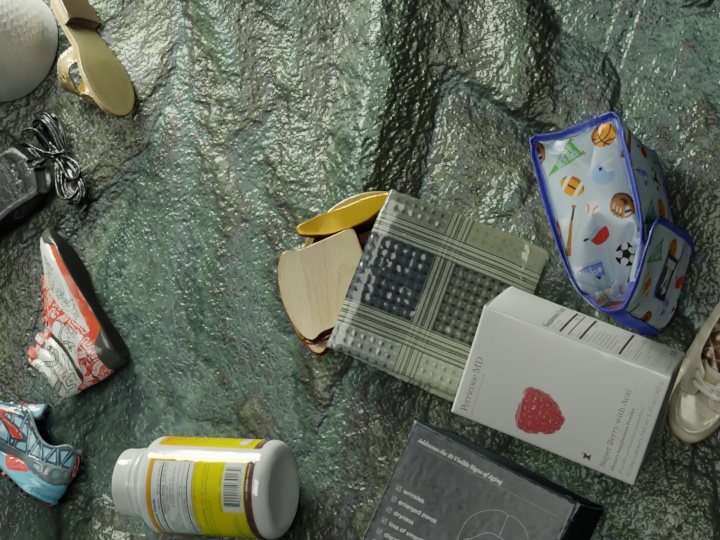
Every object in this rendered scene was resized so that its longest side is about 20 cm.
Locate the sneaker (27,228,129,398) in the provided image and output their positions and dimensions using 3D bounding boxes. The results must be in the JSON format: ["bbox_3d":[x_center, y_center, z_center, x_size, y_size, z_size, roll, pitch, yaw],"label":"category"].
[{"bbox_3d":[-0.370,0.055,1.861,0.107,0.067,0.202,-34,72,9],"label":"sneaker"}]

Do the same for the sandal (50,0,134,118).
[{"bbox_3d":[-0.349,-0.255,1.923,0.070,0.077,0.213,-41,61,31],"label":"sandal"}]

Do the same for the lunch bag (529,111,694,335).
[{"bbox_3d":[0.266,-0.040,1.574,0.123,0.170,0.202,-17,73,23],"label":"lunch bag"}]

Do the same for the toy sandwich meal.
[{"bbox_3d":[0.000,0.000,1.723,0.203,0.070,0.208,-4,78,21],"label":"toy sandwich meal"}]

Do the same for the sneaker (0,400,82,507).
[{"bbox_3d":[-0.415,0.194,1.857,0.199,0.079,0.096,38,85,15],"label":"sneaker"}]

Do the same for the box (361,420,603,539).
[{"bbox_3d":[0.116,0.290,1.592,0.199,0.124,0.198,25,91,24],"label":"box"}]

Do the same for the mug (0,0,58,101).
[{"bbox_3d":[-0.484,-0.333,1.923,0.146,0.175,0.203,2,80,21],"label":"mug"}]

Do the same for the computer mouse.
[{"bbox_3d":[-0.440,-0.096,1.932,0.199,0.053,0.139,-29,72,3],"label":"computer mouse"}]

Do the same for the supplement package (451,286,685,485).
[{"bbox_3d":[0.212,0.114,1.560,0.198,0.120,0.123,20,105,15],"label":"supplement package"}]

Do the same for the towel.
[{"bbox_3d":[0.087,0.033,1.675,0.198,0.035,0.194,22,85,1],"label":"towel"}]

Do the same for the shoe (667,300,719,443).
[{"bbox_3d":[0.370,0.083,1.570,0.069,0.053,0.202,26,90,24],"label":"shoe"}]

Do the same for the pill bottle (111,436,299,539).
[{"bbox_3d":[-0.176,0.243,1.724,0.198,0.109,0.111,0,79,22],"label":"pill bottle"}]
